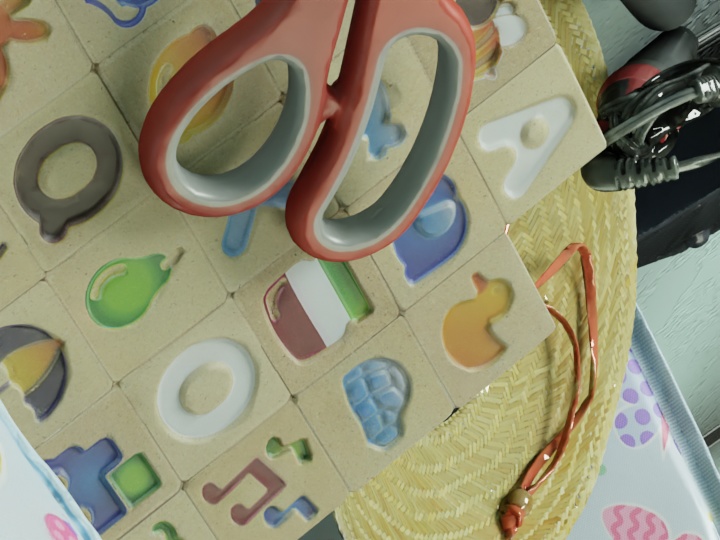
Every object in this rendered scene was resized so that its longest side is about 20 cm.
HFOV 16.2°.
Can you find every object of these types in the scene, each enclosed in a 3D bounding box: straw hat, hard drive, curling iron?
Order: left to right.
[{"bbox_3d":[0.000,0.000,0.704,0.201,0.085,0.202,-17,110,-58],"label":"straw hat"},{"bbox_3d":[0.088,-0.049,0.709,0.049,0.026,0.200,-19,-173,10],"label":"curling iron"},{"bbox_3d":[0.152,-0.053,0.906,0.200,0.042,0.135,-33,170,38],"label":"hard drive"}]

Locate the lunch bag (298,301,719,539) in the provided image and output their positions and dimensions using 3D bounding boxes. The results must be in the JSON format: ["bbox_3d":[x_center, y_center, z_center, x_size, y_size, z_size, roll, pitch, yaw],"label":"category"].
[{"bbox_3d":[0.038,0.107,0.825,0.169,0.201,0.127,-23,161,-3],"label":"lunch bag"}]

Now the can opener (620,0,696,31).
[{"bbox_3d":[0.083,-0.095,0.679,0.053,0.067,0.200,-41,163,8],"label":"can opener"}]

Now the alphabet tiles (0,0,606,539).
[{"bbox_3d":[-0.037,-0.008,0.568,0.200,0.006,0.167,-38,123,-12],"label":"alphabet tiles"}]

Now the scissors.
[{"bbox_3d":[0.010,-0.087,0.522,0.073,0.014,0.200,7,121,-26],"label":"scissors"}]

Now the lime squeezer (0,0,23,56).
[{"bbox_3d":[-0.091,-0.002,0.630,0.200,0.038,0.071,70,40,-71],"label":"lime squeezer"}]

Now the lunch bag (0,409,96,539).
[{"bbox_3d":[-0.146,0.053,0.375,0.200,0.170,0.127,-28,165,-24],"label":"lunch bag"}]
